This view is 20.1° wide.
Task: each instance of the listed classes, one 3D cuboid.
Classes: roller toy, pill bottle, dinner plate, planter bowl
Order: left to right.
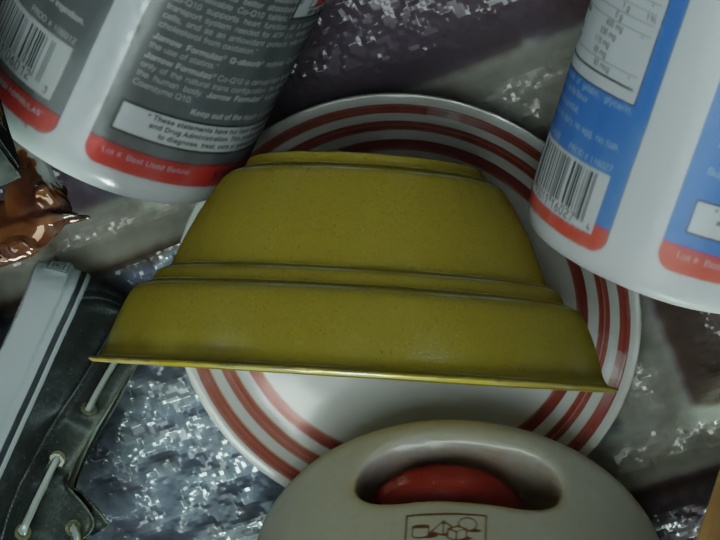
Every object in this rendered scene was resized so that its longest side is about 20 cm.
[{"bbox_3d":[-0.060,-0.135,0.766,0.116,0.116,0.200,28,114,-2],"label":"pill bottle"},{"bbox_3d":[0.000,0.000,0.770,0.200,0.200,0.084,4,86,8],"label":"planter bowl"},{"bbox_3d":[0.019,0.017,0.865,0.200,0.024,0.200,4,112,9],"label":"dinner plate"},{"bbox_3d":[0.037,0.166,0.843,0.200,0.140,0.182,39,120,-19],"label":"roller toy"},{"bbox_3d":[0.141,-0.094,0.747,0.112,0.112,0.200,18,108,2],"label":"pill bottle"}]

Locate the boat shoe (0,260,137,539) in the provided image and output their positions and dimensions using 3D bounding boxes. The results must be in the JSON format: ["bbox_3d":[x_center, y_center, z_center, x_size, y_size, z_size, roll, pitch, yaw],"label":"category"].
[{"bbox_3d":[-0.140,0.096,0.861,0.071,0.072,0.200,21,82,-4],"label":"boat shoe"}]

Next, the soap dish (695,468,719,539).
[{"bbox_3d":[0.219,0.076,0.758,0.157,0.200,0.081,16,139,15],"label":"soap dish"}]

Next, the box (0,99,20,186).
[{"bbox_3d":[-0.249,-0.087,0.765,0.198,0.050,0.200,-23,63,2],"label":"box"}]

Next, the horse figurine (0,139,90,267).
[{"bbox_3d":[-0.221,-0.029,0.800,0.200,0.050,0.133,-25,74,-6],"label":"horse figurine"}]
